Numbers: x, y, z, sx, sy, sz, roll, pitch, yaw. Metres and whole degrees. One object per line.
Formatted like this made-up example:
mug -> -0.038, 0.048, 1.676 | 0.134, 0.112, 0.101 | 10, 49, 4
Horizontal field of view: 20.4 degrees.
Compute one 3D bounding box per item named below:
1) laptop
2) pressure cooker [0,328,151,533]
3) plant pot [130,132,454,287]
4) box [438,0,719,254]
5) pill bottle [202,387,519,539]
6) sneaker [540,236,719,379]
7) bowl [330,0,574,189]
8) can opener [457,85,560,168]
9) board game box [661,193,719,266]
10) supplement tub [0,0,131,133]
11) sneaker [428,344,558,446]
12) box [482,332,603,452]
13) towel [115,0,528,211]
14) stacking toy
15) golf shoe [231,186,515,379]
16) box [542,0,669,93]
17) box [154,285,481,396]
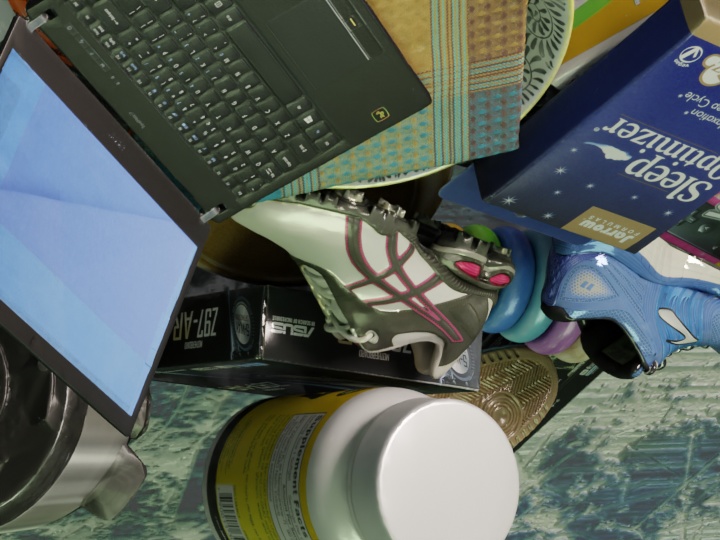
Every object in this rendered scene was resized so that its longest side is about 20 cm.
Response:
laptop -> -0.075, -0.048, 0.899 | 0.199, 0.104, 0.177 | -28, 140, 10
pressure cooker -> -0.220, 0.072, 1.188 | 0.177, 0.178, 0.200 | -9, 174, 6
plant pot -> -0.043, -0.057, 1.160 | 0.198, 0.028, 0.201 | -2, 135, -2
box -> 0.147, -0.067, 1.054 | 0.120, 0.033, 0.200 | 16, 140, -37
pill bottle -> -0.001, 0.126, 1.170 | 0.113, 0.115, 0.199 | 10, 170, -30
sneaker -> 0.178, 0.027, 1.258 | 0.199, 0.090, 0.078 | 23, 179, -39
bowl -> 0.001, -0.144, 1.011 | 0.199, 0.095, 0.202 | -8, 138, -7
can opener -> 0.107, -0.090, 1.138 | 0.199, 0.067, 0.053 | -11, 155, -33
board game box -> 0.262, -0.064, 1.254 | 0.199, 0.065, 0.147 | 24, 134, -40
supplement tub -> -0.182, -0.090, 1.022 | 0.122, 0.123, 0.200 | 15, 139, -34
sneaker -> 0.032, 0.105, 1.355 | 0.199, 0.072, 0.112 | -28, -169, -15
box -> 0.071, 0.079, 1.432 | 0.159, 0.044, 0.200 | 9, 142, -28
towel -> -0.016, -0.094, 0.970 | 0.198, 0.022, 0.147 | -12, 140, -9
stacking toy -> 0.067, 0.001, 1.285 | 0.198, 0.086, 0.085 | 13, 141, -25
golf shoe -> 0.000, 0.000, 1.113 | 0.199, 0.077, 0.089 | 21, 94, -35
box -> 0.196, -0.161, 1.048 | 0.199, 0.102, 0.112 | -28, 145, 24
box -> -0.045, 0.048, 1.257 | 0.159, 0.044, 0.199 | 10, 169, -34
